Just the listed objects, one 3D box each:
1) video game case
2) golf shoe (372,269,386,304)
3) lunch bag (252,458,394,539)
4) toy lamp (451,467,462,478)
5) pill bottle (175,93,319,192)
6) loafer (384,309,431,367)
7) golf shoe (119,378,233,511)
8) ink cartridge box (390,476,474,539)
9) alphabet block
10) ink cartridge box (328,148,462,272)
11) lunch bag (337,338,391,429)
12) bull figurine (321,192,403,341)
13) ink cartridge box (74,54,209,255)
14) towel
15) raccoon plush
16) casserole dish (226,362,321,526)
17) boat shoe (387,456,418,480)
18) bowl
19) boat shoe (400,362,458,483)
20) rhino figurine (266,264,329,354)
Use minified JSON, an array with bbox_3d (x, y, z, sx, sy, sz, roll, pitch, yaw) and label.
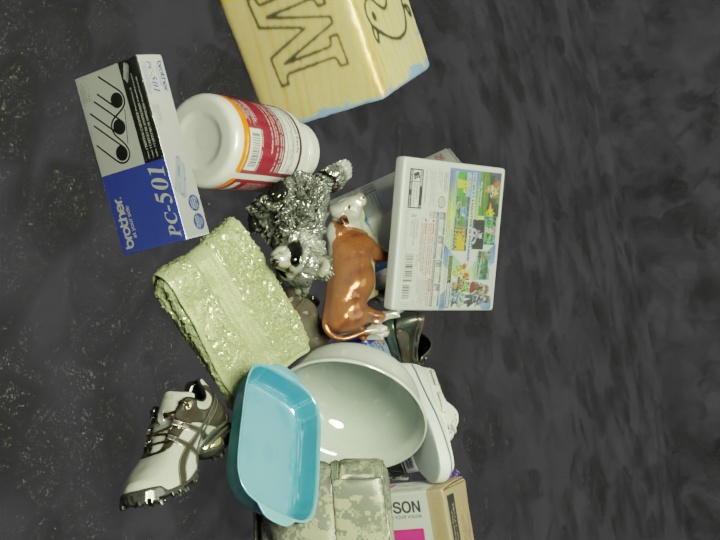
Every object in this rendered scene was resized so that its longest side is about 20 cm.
[{"bbox_3d":[0.115,-0.046,1.296,0.182,0.022,0.200,2,94,-36],"label":"video game case"},{"bbox_3d":[0.083,0.005,1.577,0.200,0.078,0.097,9,66,-60],"label":"golf shoe"},{"bbox_3d":[-0.047,0.320,1.150,0.139,0.168,0.200,109,-23,-79],"label":"lunch bag"},{"bbox_3d":[0.111,0.260,1.536,0.058,0.058,0.200,-55,129,-52],"label":"toy lamp"},{"bbox_3d":[-0.140,-0.154,1.206,0.200,0.113,0.113,-3,82,-61],"label":"pill bottle"},{"bbox_3d":[0.084,0.119,1.491,0.200,0.063,0.072,64,21,-60],"label":"loafer"},{"bbox_3d":[-0.205,0.182,1.020,0.095,0.078,0.200,70,20,-9],"label":"golf shoe"},{"bbox_3d":[0.047,0.364,1.253,0.075,0.200,0.165,-3,81,-60],"label":"ink cartridge box"},{"bbox_3d":[-0.046,-0.332,1.350,0.195,0.196,0.200,-48,121,-57],"label":"alphabet block"},{"bbox_3d":[0.066,-0.087,1.406,0.145,0.200,0.084,-108,173,-67],"label":"ink cartridge box"},{"bbox_3d":[0.021,0.169,1.408,0.200,0.094,0.151,-12,88,-70],"label":"lunch bag"},{"bbox_3d":[0.000,0.000,1.290,0.121,0.065,0.200,14,77,-24],"label":"bull figurine"},{"bbox_3d":[-0.237,-0.124,1.045,0.044,0.094,0.200,-23,100,-60],"label":"ink cartridge box"},{"bbox_3d":[-0.147,0.050,1.146,0.148,0.036,0.200,-42,114,-34],"label":"towel"},{"bbox_3d":[-0.046,-0.059,1.209,0.200,0.097,0.134,-32,84,-30],"label":"raccoon plush"},{"bbox_3d":[-0.100,0.197,1.081,0.121,0.039,0.200,36,36,-32],"label":"casserole dish"},{"bbox_3d":[0.054,0.278,1.430,0.199,0.068,0.074,17,55,-84],"label":"boat shoe"},{"bbox_3d":[-0.009,0.159,1.244,0.201,0.201,0.090,59,27,-30],"label":"bowl"},{"bbox_3d":[0.098,0.195,1.276,0.200,0.065,0.074,-107,-153,-47],"label":"boat shoe"},{"bbox_3d":[-0.100,0.038,1.258,0.200,0.060,0.087,44,54,-41],"label":"rhino figurine"}]
